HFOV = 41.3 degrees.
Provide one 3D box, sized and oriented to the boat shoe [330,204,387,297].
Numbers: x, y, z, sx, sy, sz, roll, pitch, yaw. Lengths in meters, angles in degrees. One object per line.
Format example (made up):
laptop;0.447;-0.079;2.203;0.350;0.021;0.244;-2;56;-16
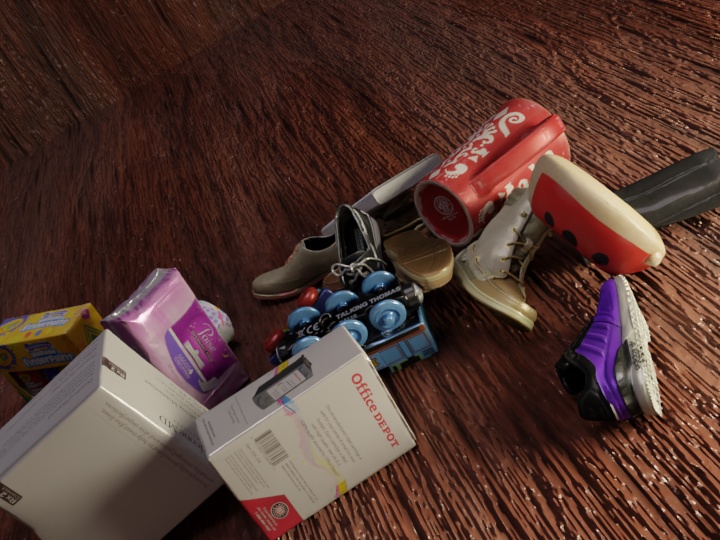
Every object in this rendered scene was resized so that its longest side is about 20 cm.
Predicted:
boat shoe;0.002;-0.001;1.294;0.073;0.068;0.201;-20;60;25

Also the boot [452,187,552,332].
boot;0.195;-0.020;1.176;0.155;0.072;0.200;-50;24;5

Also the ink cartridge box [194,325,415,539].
ink cartridge box;-0.060;0.180;1.058;0.199;0.148;0.086;-33;30;-7

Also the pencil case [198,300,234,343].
pencil case;-0.269;0.135;1.395;0.091;0.083;0.200;-28;20;53

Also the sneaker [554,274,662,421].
sneaker;0.251;0.082;1.006;0.099;0.070;0.201;-21;29;21

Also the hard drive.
hard drive;0.029;-0.110;1.460;0.132;0.027;0.200;-33;2;-28

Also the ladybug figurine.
ladybug figurine;0.262;-0.058;1.094;0.072;0.135;0.200;-50;46;8

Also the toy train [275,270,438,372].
toy train;-0.004;0.084;1.193;0.199;0.115;0.087;-26;36;8

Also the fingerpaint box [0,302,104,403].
fingerpaint box;-0.451;0.146;1.459;0.199;0.167;0.074;-9;34;32

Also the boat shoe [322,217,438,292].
boat shoe;0.027;-0.022;1.381;0.199;0.068;0.072;-23;29;13

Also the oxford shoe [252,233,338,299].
oxford shoe;-0.088;-0.015;1.471;0.199;0.074;0.071;-21;29;16

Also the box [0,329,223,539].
box;-0.295;0.218;1.122;0.200;0.199;0.131;-41;27;10

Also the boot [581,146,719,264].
boot;0.353;-0.106;1.205;0.199;0.066;0.166;-28;40;16

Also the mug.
mug;0.179;-0.144;1.308;0.133;0.178;0.200;39;61;23

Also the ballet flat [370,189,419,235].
ballet flat;0.103;-0.101;1.443;0.199;0.064;0.076;-32;27;-4

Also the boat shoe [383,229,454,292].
boat shoe;0.082;-0.003;1.242;0.071;0.065;0.200;-20;16;-4

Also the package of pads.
package of pads;-0.250;0.107;1.299;0.075;0.201;0.121;-7;32;44

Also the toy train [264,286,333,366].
toy train;-0.098;0.111;1.294;0.200;0.085;0.116;-52;14;-4
